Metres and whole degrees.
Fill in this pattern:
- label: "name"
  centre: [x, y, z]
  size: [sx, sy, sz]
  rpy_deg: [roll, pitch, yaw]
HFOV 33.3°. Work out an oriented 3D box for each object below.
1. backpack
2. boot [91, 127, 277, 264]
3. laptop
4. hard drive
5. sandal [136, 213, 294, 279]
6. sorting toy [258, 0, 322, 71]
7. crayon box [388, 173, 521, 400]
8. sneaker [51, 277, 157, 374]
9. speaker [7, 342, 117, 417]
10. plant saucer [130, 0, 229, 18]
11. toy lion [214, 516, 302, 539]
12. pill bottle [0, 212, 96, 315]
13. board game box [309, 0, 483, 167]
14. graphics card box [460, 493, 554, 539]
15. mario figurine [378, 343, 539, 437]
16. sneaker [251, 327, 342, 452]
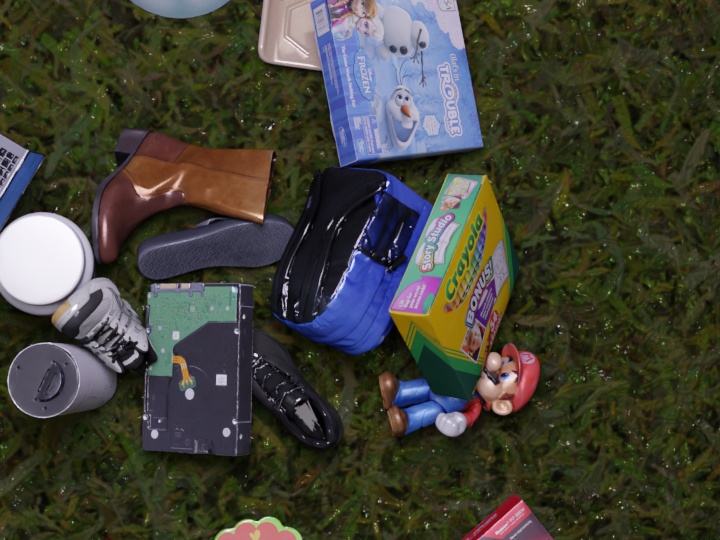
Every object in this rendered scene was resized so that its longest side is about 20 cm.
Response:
- label: "backpack"
  centre: [0.000, 0.000, 1.432]
  size: [0.167, 0.162, 0.202]
  rpy_deg: [33, 77, -27]
- label: "boot"
  centre: [-0.209, -0.076, 1.441]
  size: [0.197, 0.069, 0.190]
  rpy_deg: [11, 55, 5]
- label: "laptop"
  centre: [-0.471, -0.085, 1.399]
  size: [0.198, 0.116, 0.189]
  rpy_deg: [30, 84, 11]
- label: "hard drive"
  centre: [-0.194, 0.116, 1.442]
  size: [0.138, 0.038, 0.203]
  rpy_deg: [-2, 86, 26]
- label: "sandal"
  centre: [-0.175, -0.039, 1.471]
  size: [0.197, 0.077, 0.043]
  rpy_deg: [-8, 46, -8]
- label: "sorting toy"
  centre: [-0.024, -0.340, 1.522]
  size: [0.197, 0.036, 0.188]
  rpy_deg: [7, 86, -10]
- label: "crayon box"
  centre: [0.116, 0.019, 1.411]
  size: [0.058, 0.173, 0.202]
  rpy_deg: [7, 56, 28]
- label: "sneaker"
  centre: [-0.278, 0.069, 1.365]
  size: [0.076, 0.200, 0.088]
  rpy_deg: [-42, 77, 0]
- label: "speaker"
  centre: [-0.335, 0.124, 1.373]
  size: [0.080, 0.200, 0.083]
  rpy_deg: [0, 86, 0]
- label: "plant saucer"
  centre: [-0.228, -0.419, 1.503]
  size: [0.198, 0.039, 0.204]
  rpy_deg: [0, 86, -5]
- label: "toy lion"
  centre: [-0.098, 0.398, 1.457]
  size: [0.197, 0.069, 0.195]
  rpy_deg: [4, 78, -5]
- label: "pill bottle"
  centre: [-0.360, -0.005, 1.378]
  size: [0.112, 0.200, 0.116]
  rpy_deg: [1, 87, -11]
- label: "board game box"
  centre: [0.047, -0.237, 1.472]
  size: [0.197, 0.043, 0.203]
  rpy_deg: [-10, 88, -35]
- label: "graphics card box"
  centre: [0.210, 0.395, 1.487]
  size: [0.125, 0.051, 0.201]
  rpy_deg: [-38, 91, -7]
- label: "mario figurine"
  centre: [0.123, 0.132, 1.469]
  size: [0.197, 0.106, 0.125]
  rpy_deg: [-14, 86, -5]
- label: "sneaker"
  centre: [-0.095, 0.139, 1.454]
  size: [0.200, 0.091, 0.076]
  rpy_deg: [42, 86, 0]
